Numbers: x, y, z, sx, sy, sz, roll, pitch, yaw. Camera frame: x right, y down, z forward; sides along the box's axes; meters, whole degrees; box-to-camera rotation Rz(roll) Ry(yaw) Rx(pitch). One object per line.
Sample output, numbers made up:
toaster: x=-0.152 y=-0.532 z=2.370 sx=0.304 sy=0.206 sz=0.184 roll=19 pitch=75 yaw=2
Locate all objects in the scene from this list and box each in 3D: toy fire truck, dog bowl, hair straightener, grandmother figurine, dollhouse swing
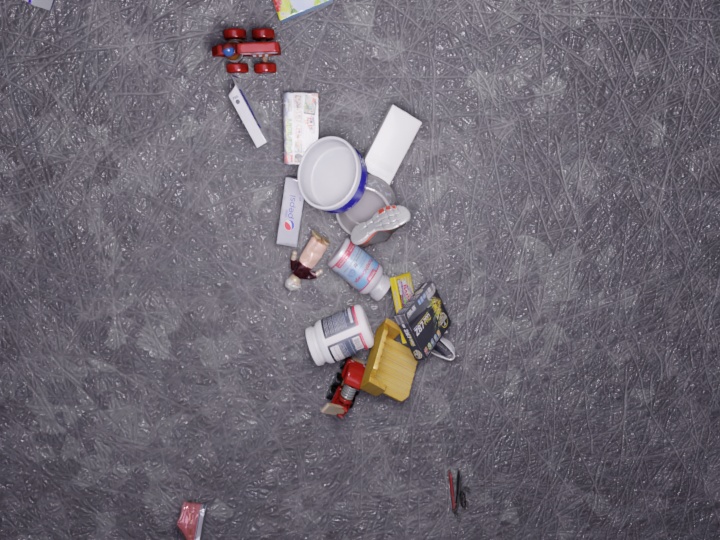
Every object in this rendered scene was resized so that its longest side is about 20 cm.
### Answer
toy fire truck: x=-0.053 y=0.387 z=1.770 sx=0.125 sy=0.201 sz=0.180 roll=23 pitch=103 yaw=-9
dog bowl: x=0.011 y=-0.185 z=1.658 sx=0.192 sy=0.060 sz=0.205 roll=4 pitch=128 yaw=6
hair straightener: x=0.361 y=0.808 z=1.984 sx=0.074 sy=0.041 sz=0.208 roll=-8 pitch=105 yaw=-1
grandmother figurine: x=-0.171 y=-0.019 z=1.734 sx=0.120 sy=0.061 sz=0.202 roll=34 pitch=103 yaw=-12
toy fire truck: x=-0.312 y=-0.605 z=1.513 sx=0.192 sy=0.168 sz=0.117 roll=-1 pitch=105 yaw=-2
dollhouse swing: x=0.112 y=0.296 z=1.739 sx=0.171 sy=0.182 sz=0.206 roll=22 pitch=67 yaw=-5
dog bowl: x=-0.079 y=-0.270 z=1.576 sx=0.193 sy=0.078 sz=0.209 roll=-3 pitch=84 yaw=24

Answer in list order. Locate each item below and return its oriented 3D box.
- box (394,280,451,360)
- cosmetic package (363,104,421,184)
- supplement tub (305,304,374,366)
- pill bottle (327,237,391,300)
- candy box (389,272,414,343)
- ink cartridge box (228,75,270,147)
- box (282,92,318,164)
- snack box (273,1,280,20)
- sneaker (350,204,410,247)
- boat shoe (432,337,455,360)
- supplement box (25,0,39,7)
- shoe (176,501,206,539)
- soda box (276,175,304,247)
box: x=0.200 y=0.156 z=1.735 sx=0.048 sy=0.199 sz=0.165 roll=-15 pitch=109 yaw=43
cosmetic package: x=0.087 y=-0.373 z=1.638 sx=0.105 sy=0.085 sz=0.204 roll=28 pitch=101 yaw=-10
supplement tub: x=-0.064 y=0.207 z=1.753 sx=0.194 sy=0.141 sz=0.144 roll=-21 pitch=105 yaw=3
pill bottle: x=0.000 y=0.000 z=1.719 sx=0.198 sy=0.109 sz=0.110 roll=38 pitch=100 yaw=-12
candy box: x=0.144 y=0.115 z=1.741 sx=0.026 sy=0.101 sz=0.208 roll=-10 pitch=92 yaw=33
ink cartridge box: x=-0.326 y=-0.455 z=1.588 sx=0.038 sy=0.100 sz=0.205 roll=-25 pitch=104 yaw=6
box: x=-0.175 y=-0.419 z=1.638 sx=0.106 sy=0.035 sz=0.208 roll=1 pitch=105 yaw=-3
snack box: x=-0.180 y=-0.817 z=1.517 sx=0.163 sy=0.068 sz=0.206 roll=-18 pitch=106 yaw=2
sneaker: x=0.067 y=-0.125 z=1.627 sx=0.195 sy=0.080 sz=0.081 roll=-21 pitch=148 yaw=24
boat shoe: x=0.230 y=0.228 z=1.812 sx=0.195 sy=0.066 sz=0.075 roll=27 pitch=103 yaw=-9
supplement box: x=-0.924 y=-0.800 z=1.467 sx=0.195 sy=0.104 sz=0.103 roll=28 pitch=103 yaw=-8
shoe: x=-0.603 y=0.915 z=1.952 sx=0.088 sy=0.072 sz=0.208 roll=12 pitch=99 yaw=-4
soda box: x=-0.209 y=-0.181 z=1.684 sx=0.066 sy=0.064 sz=0.207 roll=9 pitch=104 yaw=-5
